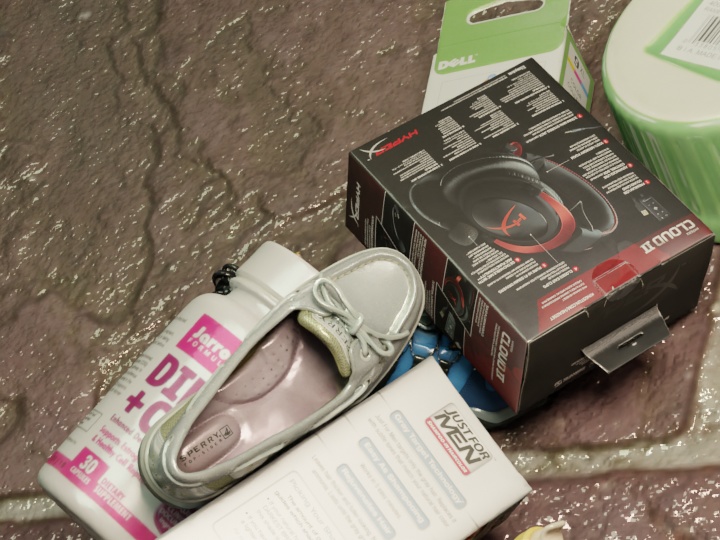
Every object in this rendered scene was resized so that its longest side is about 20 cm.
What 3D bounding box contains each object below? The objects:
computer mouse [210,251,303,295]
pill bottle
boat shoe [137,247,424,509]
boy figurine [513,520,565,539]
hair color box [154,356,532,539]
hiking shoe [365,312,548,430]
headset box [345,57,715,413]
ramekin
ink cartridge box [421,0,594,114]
[{"bbox_3d":[0.000,0.000,1.420,0.199,0.140,0.046,-14,67,23],"label":"computer mouse"},{"bbox_3d":[-0.088,0.087,1.311,0.200,0.113,0.113,-49,41,-11],"label":"pill bottle"},{"bbox_3d":[-0.037,0.057,1.232,0.202,0.075,0.065,-37,1,-20],"label":"boat shoe"},{"bbox_3d":[0.093,0.197,1.197,0.199,0.064,0.125,4,90,50],"label":"boy figurine"},{"bbox_3d":[-0.013,0.146,1.244,0.199,0.061,0.099,-32,77,-22],"label":"hair color box"},{"bbox_3d":[0.040,0.056,1.380,0.199,0.087,0.075,-15,43,23],"label":"hiking shoe"},{"bbox_3d":[0.106,-0.018,1.339,0.148,0.075,0.200,-29,58,-23],"label":"headset box"},{"bbox_3d":[0.251,-0.124,1.403,0.199,0.098,0.201,-19,42,18],"label":"ramekin"},{"bbox_3d":[0.100,-0.108,1.523,0.103,0.059,0.201,-10,46,25],"label":"ink cartridge box"}]
